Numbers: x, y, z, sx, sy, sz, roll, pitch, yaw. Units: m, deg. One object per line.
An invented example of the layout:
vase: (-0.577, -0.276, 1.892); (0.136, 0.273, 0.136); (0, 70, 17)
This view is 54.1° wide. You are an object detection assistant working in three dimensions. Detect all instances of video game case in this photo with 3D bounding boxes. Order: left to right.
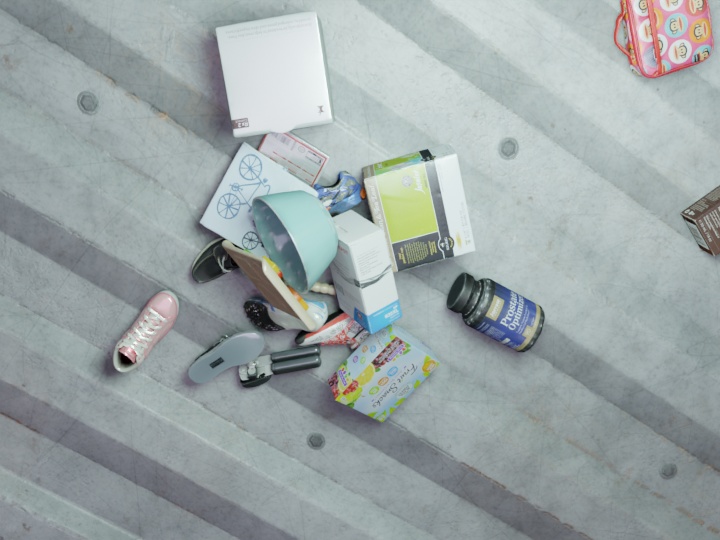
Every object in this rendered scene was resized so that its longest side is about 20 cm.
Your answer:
video game case: (-0.170, -0.186, 1.479); (0.141, 0.018, 0.203); (28, 105, -10)

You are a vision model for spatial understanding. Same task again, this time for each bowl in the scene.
bowl: (-0.114, -0.069, 1.345); (0.104, 0.200, 0.205); (-30, 109, -21)

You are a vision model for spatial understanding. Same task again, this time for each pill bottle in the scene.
pill bottle: (0.290, 0.087, 1.529); (0.196, 0.112, 0.114); (26, 106, -10)

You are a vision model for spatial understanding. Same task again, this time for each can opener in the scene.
can opener: (-0.183, 0.215, 1.601); (0.194, 0.054, 0.067); (-13, 143, 5)

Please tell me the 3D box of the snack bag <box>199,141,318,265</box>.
snack bag: (-0.203, -0.131, 1.440); (0.197, 0.021, 0.192); (30, 91, 4)

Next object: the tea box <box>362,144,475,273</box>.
tea box: (0.116, -0.127, 1.443); (0.191, 0.134, 0.205); (-14, 108, 2)

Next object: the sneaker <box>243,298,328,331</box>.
sneaker: (-0.162, 0.090, 1.544); (0.194, 0.073, 0.074); (6, 120, 17)

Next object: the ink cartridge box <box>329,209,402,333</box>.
ink cartridge box: (0.000, 0.000, 1.424); (0.082, 0.145, 0.204); (-24, 120, -19)

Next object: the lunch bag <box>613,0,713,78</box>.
lunch bag: (0.578, -0.484, 1.368); (0.172, 0.082, 0.205); (-16, 106, 8)

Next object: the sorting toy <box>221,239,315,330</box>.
sorting toy: (-0.178, 0.022, 1.396); (0.036, 0.198, 0.186); (-44, 125, -14)

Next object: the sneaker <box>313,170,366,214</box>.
sneaker: (-0.087, -0.138, 1.469); (0.197, 0.075, 0.080); (-32, 107, -3)

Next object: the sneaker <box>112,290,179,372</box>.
sneaker: (-0.469, 0.141, 1.536); (0.075, 0.105, 0.201); (38, 103, -11)

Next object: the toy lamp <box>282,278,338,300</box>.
toy lamp: (-0.126, 0.031, 1.532); (0.194, 0.058, 0.060); (12, 108, -5)

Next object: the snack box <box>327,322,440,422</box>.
snack box: (0.053, 0.224, 1.561); (0.200, 0.068, 0.167); (-45, 131, 13)

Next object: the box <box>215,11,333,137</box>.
box: (-0.157, -0.370, 1.351); (0.193, 0.131, 0.206); (-8, 103, 1)

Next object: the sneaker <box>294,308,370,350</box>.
sneaker: (-0.041, 0.147, 1.565); (0.198, 0.067, 0.110); (-29, 104, 5)

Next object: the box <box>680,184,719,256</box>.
box: (0.795, -0.133, 1.489); (0.198, 0.075, 0.101); (-37, 105, 9)

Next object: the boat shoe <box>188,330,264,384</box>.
boat shoe: (-0.294, 0.182, 1.572); (0.197, 0.068, 0.074); (-34, 110, 16)

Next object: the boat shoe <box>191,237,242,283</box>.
boat shoe: (-0.283, -0.030, 1.498); (0.197, 0.068, 0.072); (-30, 119, 15)
